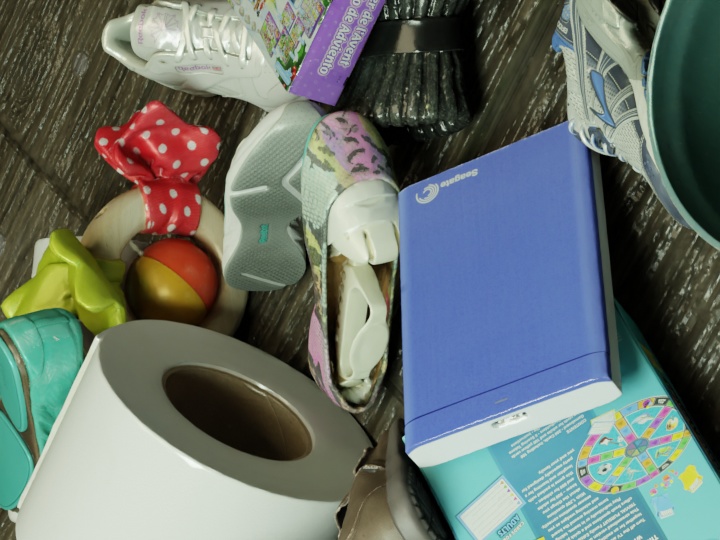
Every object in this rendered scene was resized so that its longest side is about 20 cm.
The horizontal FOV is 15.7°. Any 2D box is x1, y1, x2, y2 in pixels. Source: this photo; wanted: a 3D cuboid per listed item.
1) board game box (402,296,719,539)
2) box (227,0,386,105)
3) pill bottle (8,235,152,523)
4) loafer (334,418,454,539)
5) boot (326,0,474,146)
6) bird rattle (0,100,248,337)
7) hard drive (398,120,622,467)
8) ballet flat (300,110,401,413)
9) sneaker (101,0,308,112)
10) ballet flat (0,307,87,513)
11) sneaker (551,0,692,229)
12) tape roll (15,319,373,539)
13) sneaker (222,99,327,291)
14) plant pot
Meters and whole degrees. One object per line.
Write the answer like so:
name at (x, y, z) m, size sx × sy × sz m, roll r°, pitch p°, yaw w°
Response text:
board game box at (0.133, 0.138, 1.484) m, size 0.151 × 0.047 × 0.200 m, roll -34°, pitch 56°, yaw 9°
box at (-0.034, -0.214, 1.692) m, size 0.137 × 0.039 × 0.200 m, roll -64°, pitch 31°, yaw 22°
pill bottle at (-0.190, 0.081, 1.854) m, size 0.113 × 0.113 × 0.201 m, roll -7°, pitch 79°, yaw 48°
loafer at (0.013, 0.142, 1.570) m, size 0.071 × 0.200 × 0.073 m, roll -31°, pitch 92°, yaw 6°
boot at (0.053, -0.170, 1.643) m, size 0.211 × 0.079 × 0.159 m, roll -24°, pitch 59°, yaw 56°
bird rattle at (-0.147, -0.010, 1.794) m, size 0.112 × 0.163 × 0.200 m, roll -15°, pitch 34°, yaw 48°
hard drive at (0.085, 0.011, 1.540) m, size 0.131 × 0.025 × 0.201 m, roll -22°, pitch 45°, yaw 22°
ballet flat at (0.000, 0.000, 1.650) m, size 0.071 × 0.069 × 0.201 m, roll -131°, pitch 37°, yaw -57°
sneaker at (-0.100, -0.151, 1.802) m, size 0.199 × 0.099 × 0.075 m, roll 2°, pitch 83°, yaw 47°
ballet flat at (-0.209, 0.094, 1.737) m, size 0.067 × 0.070 × 0.200 m, roll 56°, pitch 154°, yaw 28°
sneaker at (0.166, -0.093, 1.523) m, size 0.085 × 0.077 × 0.201 m, roll -56°, pitch 39°, yaw 39°
tape roll at (-0.106, 0.144, 1.683) m, size 0.203 × 0.202 × 0.140 m, roll 46°, pitch 118°, yaw 42°
sneaker at (-0.061, -0.064, 1.724) m, size 0.200 × 0.070 × 0.081 m, roll 113°, pitch 155°, yaw -59°
plant pot at (0.267, -0.094, 1.349) m, size 0.200 × 0.134 × 0.202 m, roll -10°, pitch 77°, yaw 48°
